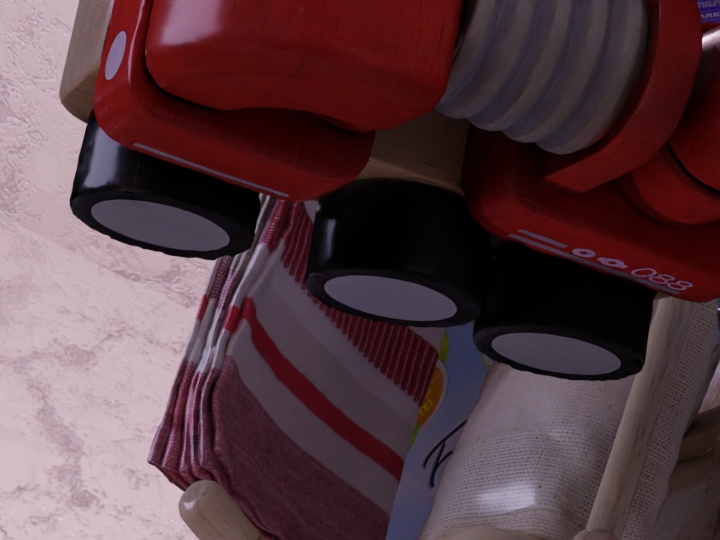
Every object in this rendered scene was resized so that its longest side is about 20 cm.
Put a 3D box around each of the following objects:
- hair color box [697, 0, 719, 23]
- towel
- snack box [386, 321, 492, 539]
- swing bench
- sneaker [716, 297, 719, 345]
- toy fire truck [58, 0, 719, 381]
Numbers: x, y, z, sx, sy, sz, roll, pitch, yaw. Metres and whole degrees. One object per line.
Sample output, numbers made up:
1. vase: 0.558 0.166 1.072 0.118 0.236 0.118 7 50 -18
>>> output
1. hair color box: 0.091 -0.149 0.639 0.200 0.064 0.110 59 -154 -73
2. towel: 0.000 0.000 0.761 0.144 0.023 0.201 49 -126 -56
3. snack box: 0.050 0.046 0.931 0.168 0.068 0.201 -40 -36 -21
4. swing bench: 0.062 0.070 0.734 0.201 0.129 0.200 70 -146 -42
5. sneaker: 0.141 0.007 0.653 0.200 0.074 0.087 -63 -19 -51
6. toy fire truck: 0.041 -0.038 0.515 0.200 0.175 0.130 -23 52 60
